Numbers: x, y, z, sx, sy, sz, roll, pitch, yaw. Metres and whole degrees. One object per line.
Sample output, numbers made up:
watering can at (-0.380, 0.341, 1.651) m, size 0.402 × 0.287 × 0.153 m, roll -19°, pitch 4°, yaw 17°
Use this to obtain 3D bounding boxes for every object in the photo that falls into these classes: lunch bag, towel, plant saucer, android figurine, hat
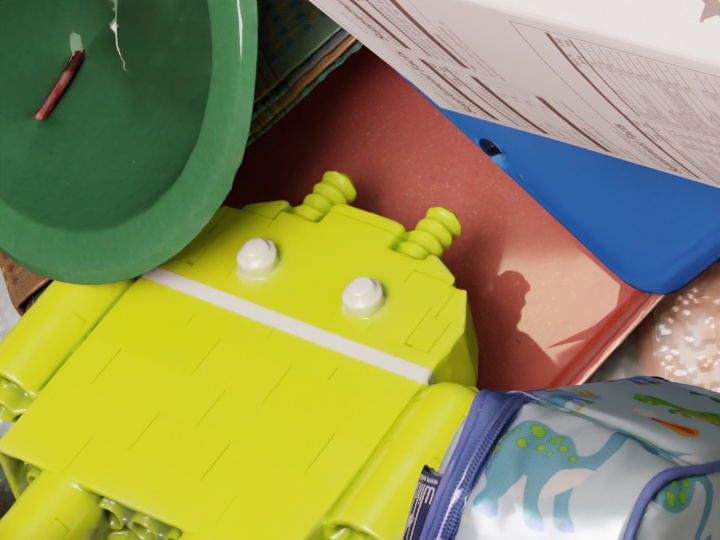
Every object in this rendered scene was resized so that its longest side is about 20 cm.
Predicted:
lunch bag at (0.072, 0.118, 0.875) m, size 0.082 × 0.200 × 0.162 m, roll 17°, pitch 100°, yaw 23°
towel at (-0.068, -0.086, 1.052) m, size 0.200 × 0.022 × 0.147 m, roll -39°, pitch 42°, yaw 13°
plant saucer at (0.000, 0.000, 1.030) m, size 0.200 × 0.037 × 0.200 m, roll -47°, pitch 65°, yaw 3°
android figurine at (-0.039, 0.044, 0.950) m, size 0.181 × 0.041 × 0.200 m, roll 21°, pitch 57°, yaw 30°
hat at (-0.054, -0.105, 1.026) m, size 0.165 × 0.176 × 0.202 m, roll 0°, pitch 97°, yaw 35°

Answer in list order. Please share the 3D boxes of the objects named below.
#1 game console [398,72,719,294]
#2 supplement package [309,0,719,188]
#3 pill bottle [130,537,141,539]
game console at (0.093, -0.118, 0.919) m, size 0.200 × 0.118 × 0.171 m, roll 42°, pitch 83°, yaw -5°
supplement package at (0.102, -0.110, 0.742) m, size 0.199 × 0.151 × 0.153 m, roll 18°, pitch 84°, yaw 28°
pill bottle at (-0.042, 0.190, 0.946) m, size 0.110 × 0.111 × 0.201 m, roll -24°, pitch 73°, yaw 12°
